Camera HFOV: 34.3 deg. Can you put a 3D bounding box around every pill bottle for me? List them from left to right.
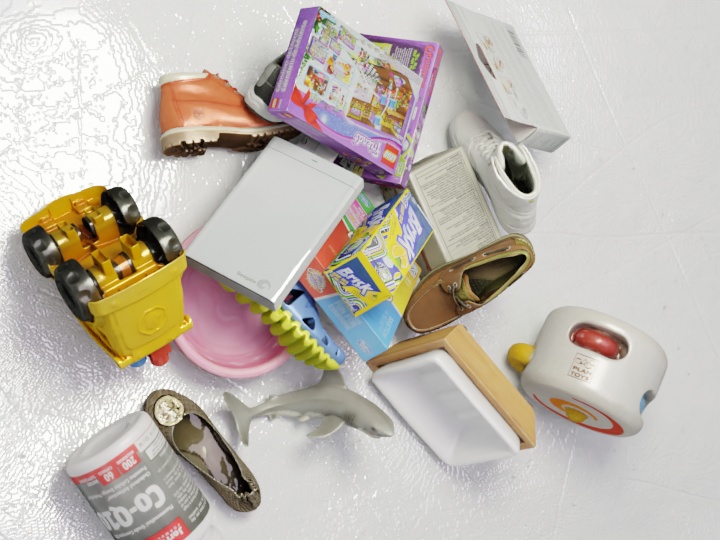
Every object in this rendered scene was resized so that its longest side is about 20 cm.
[{"bbox_3d":[-0.245,0.277,1.372,0.114,0.114,0.200,-38,104,-24],"label":"pill bottle"}]

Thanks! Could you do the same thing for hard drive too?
[{"bbox_3d":[-0.103,-0.060,1.401,0.132,0.027,0.200,27,64,16],"label":"hard drive"}]

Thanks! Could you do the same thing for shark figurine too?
[{"bbox_3d":[-0.064,0.159,1.491,0.213,0.128,0.090,2,110,-2],"label":"shark figurine"}]

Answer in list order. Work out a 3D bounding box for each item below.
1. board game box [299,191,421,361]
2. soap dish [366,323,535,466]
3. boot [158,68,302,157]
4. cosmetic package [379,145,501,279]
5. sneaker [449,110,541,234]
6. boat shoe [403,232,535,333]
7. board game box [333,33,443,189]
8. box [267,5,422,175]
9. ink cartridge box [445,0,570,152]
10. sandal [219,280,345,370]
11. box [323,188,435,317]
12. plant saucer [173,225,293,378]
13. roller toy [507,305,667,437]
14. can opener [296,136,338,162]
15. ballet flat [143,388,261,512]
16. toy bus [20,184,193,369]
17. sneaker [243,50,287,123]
[{"bbox_3d":[0.000,0.000,1.498,0.153,0.040,0.200,52,30,-16],"label":"board game box"},{"bbox_3d":[0.126,0.166,1.558,0.200,0.157,0.081,50,51,-16],"label":"soap dish"},{"bbox_3d":[-0.161,-0.205,1.471,0.199,0.075,0.108,-5,77,-33],"label":"boot"},{"bbox_3d":[0.121,-0.056,1.599,0.103,0.087,0.201,-28,99,-27],"label":"cosmetic package"},{"bbox_3d":[0.185,-0.157,1.564,0.073,0.116,0.200,-24,66,-12],"label":"sneaker"},{"bbox_3d":[0.135,0.019,1.515,0.200,0.068,0.072,-37,98,14],"label":"boat shoe"},{"bbox_3d":[0.028,-0.213,1.550,0.032,0.120,0.201,37,67,-62],"label":"board game box"},{"bbox_3d":[-0.015,-0.218,1.447,0.200,0.039,0.137,27,75,-42],"label":"box"},{"bbox_3d":[0.190,-0.262,1.592,0.173,0.044,0.201,4,56,-49],"label":"ink cartridge box"},{"bbox_3d":[-0.082,0.041,1.439,0.200,0.079,0.087,50,63,-18],"label":"sandal"},{"bbox_3d":[0.027,-0.026,1.456,0.070,0.064,0.200,55,29,-11],"label":"box"},{"bbox_3d":[-0.158,0.035,1.468,0.200,0.051,0.202,2,87,-28],"label":"plant saucer"},{"bbox_3d":[0.323,0.147,1.640,0.200,0.182,0.140,33,74,-22],"label":"roller toy"},{"bbox_3d":[-0.075,-0.121,1.487,0.053,0.067,0.200,30,62,5],"label":"can opener"},{"bbox_3d":[-0.190,0.224,1.443,0.067,0.046,0.200,-44,107,-23],"label":"ballet flat"},{"bbox_3d":[-0.284,0.022,1.357,0.135,0.200,0.193,-32,138,-24],"label":"toy bus"},{"bbox_3d":[-0.066,-0.253,1.487,0.074,0.079,0.200,41,39,4],"label":"sneaker"}]
